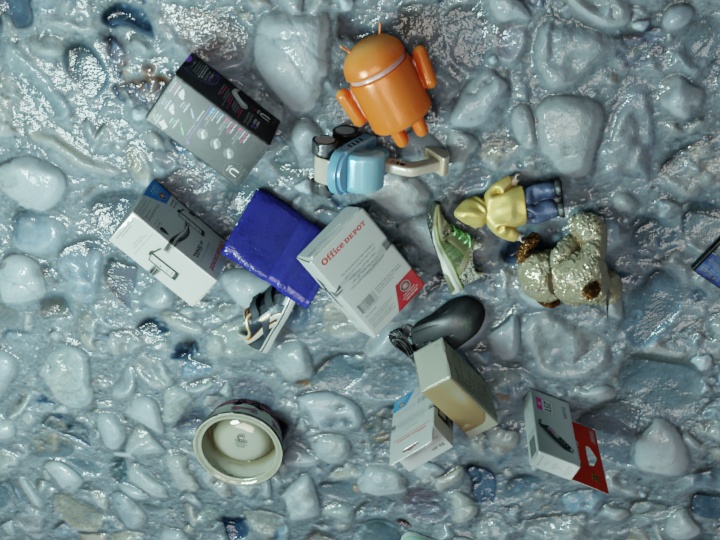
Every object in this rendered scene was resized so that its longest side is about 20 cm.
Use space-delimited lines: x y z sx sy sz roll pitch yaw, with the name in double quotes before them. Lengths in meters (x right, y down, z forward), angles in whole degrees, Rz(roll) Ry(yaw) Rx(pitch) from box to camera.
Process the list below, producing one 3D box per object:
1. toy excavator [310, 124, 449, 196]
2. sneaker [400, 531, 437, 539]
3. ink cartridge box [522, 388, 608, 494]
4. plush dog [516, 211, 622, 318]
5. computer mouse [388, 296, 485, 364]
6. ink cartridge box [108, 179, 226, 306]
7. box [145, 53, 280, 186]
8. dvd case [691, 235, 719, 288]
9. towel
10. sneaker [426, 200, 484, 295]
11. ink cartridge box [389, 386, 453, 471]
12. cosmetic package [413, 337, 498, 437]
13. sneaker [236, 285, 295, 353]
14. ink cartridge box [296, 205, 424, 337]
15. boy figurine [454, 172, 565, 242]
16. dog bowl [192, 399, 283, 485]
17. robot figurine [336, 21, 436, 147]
"toy excavator" 0.034 -0.184 1.621 0.198 0.194 0.101 21 124 26
"sneaker" 0.185 0.676 2.095 0.198 0.119 0.075 13 119 -3
"ink cartridge box" 0.414 0.338 1.831 0.172 0.201 0.044 21 119 -7
"plush dog" 0.372 0.011 1.695 0.170 0.161 0.202 -4 123 35
"computer mouse" 0.164 0.131 1.824 0.199 0.053 0.138 -38 109 24
"ink cartridge box" -0.351 -0.051 1.719 0.199 0.147 0.084 40 114 -17
"box" -0.255 -0.263 1.602 0.199 0.123 0.106 36 117 -14
"dvd case" 0.729 -0.040 1.688 0.142 0.018 0.201 31 119 -11
"towel" -0.148 -0.041 1.733 0.199 0.049 0.149 33 76 -13
"sneaker" 0.180 -0.052 1.716 0.088 0.077 0.202 -19 123 5
"ink cartridge box" 0.124 0.323 1.852 0.115 0.201 0.067 -35 111 23
"cosmetic package" 0.190 0.234 1.819 0.071 0.106 0.200 -29 130 20
"sneaker" -0.182 0.077 1.814 0.079 0.079 0.201 25 119 -12
"ink cartridge box" 0.000 0.000 1.712 0.144 0.084 0.200 -45 112 -12
"boy figurine" 0.270 -0.109 1.664 0.197 0.064 0.126 -11 99 14
"dog bowl" -0.258 0.367 1.990 0.197 0.074 0.203 3 120 5
"robot figurine" 0.047 -0.311 1.549 0.143 0.117 0.201 -7 124 42
